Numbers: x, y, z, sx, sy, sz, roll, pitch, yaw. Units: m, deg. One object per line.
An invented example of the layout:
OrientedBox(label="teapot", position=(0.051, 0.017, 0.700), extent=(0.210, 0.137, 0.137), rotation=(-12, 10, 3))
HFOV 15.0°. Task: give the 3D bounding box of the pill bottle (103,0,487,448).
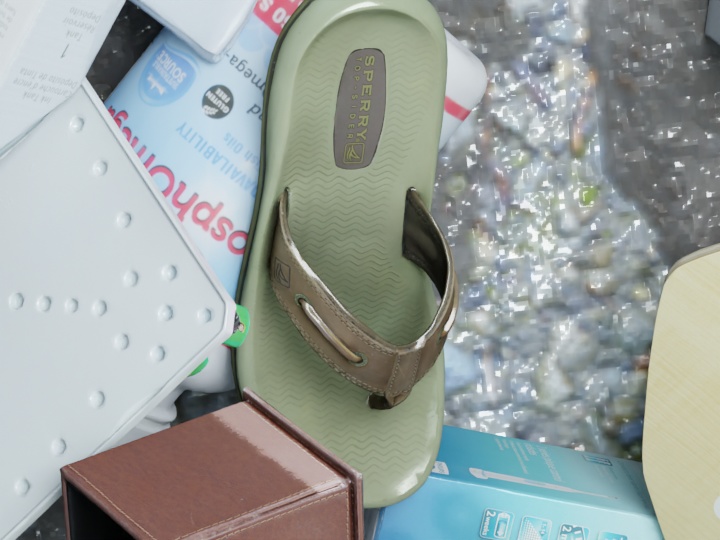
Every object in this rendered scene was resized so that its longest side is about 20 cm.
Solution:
OrientedBox(label="pill bottle", position=(-0.053, -0.028, 1.005), extent=(0.109, 0.109, 0.200), rotation=(37, 97, -11))

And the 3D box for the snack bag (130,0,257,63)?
OrientedBox(label="snack bag", position=(-0.064, -0.195, 0.967), extent=(0.188, 0.021, 0.200), rotation=(34, 100, 23))

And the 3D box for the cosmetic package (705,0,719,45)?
OrientedBox(label="cosmetic package", position=(0.239, -0.121, 1.025), extent=(0.199, 0.071, 0.102), rotation=(6, 102, -6))

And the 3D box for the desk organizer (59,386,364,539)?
OrientedBox(label="desk organizer", position=(-0.047, 0.151, 0.936), extent=(0.077, 0.072, 0.201), rotation=(-19, 122, -29))

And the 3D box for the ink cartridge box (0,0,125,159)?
OrientedBox(label="ink cartridge box", position=(-0.170, -0.089, 0.971), extent=(0.162, 0.050, 0.200), rotation=(39, 110, 30))

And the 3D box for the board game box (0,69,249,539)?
OrientedBox(label="board game box", position=(-0.155, 0.010, 0.975), extent=(0.200, 0.026, 0.200), rotation=(-43, 63, 16))

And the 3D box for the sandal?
OrientedBox(label="sandal", position=(-0.001, -0.001, 0.941), extent=(0.080, 0.057, 0.202), rotation=(-12, 121, -19))

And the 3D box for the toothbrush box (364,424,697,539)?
OrientedBox(label="toothbrush box", position=(0.088, 0.151, 1.067), extent=(0.199, 0.085, 0.147), rotation=(10, 102, -6))

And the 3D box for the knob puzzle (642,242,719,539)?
OrientedBox(label="knob puzzle", position=(0.191, 0.059, 0.989), extent=(0.219, 0.030, 0.220), rotation=(4, 111, 11))
